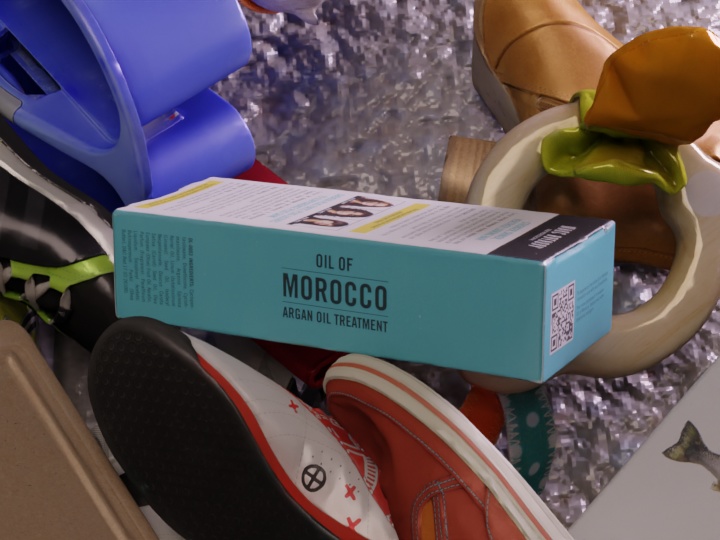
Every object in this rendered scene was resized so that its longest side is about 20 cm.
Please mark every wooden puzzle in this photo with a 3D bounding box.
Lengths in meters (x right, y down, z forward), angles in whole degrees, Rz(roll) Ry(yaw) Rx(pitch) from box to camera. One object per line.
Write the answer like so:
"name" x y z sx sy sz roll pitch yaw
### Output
"wooden puzzle" -0.176 0.110 0.709 0.184 0.037 0.200 -15 51 -39

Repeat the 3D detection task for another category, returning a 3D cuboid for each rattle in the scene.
"rattle" 0.095 0.010 0.774 0.130 0.143 0.200 42 77 -14

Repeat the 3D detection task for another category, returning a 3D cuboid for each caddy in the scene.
"caddy" -0.136 -0.105 0.861 0.104 0.142 0.200 -27 51 -24

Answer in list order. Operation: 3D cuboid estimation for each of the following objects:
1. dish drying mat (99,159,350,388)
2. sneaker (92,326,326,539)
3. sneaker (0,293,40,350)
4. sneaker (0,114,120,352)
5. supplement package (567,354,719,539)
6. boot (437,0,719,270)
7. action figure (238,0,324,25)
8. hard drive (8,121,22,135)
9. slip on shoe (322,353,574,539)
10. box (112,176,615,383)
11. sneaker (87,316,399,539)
"dish drying mat" -0.052 -0.012 0.864 0.076 0.018 0.200 -32 44 -21
"sneaker" -0.089 0.108 0.808 0.088 0.074 0.201 14 53 15
"sneaker" -0.184 0.050 0.836 0.075 0.077 0.202 1 64 -14
"sneaker" -0.176 -0.014 0.821 0.200 0.072 0.083 43 54 9
"supplement package" 0.154 0.132 0.737 0.117 0.118 0.200 35 70 25
"boot" 0.124 -0.096 0.902 0.143 0.071 0.203 10 68 6
"action figure" -0.023 -0.183 0.910 0.198 0.105 0.194 10 35 -10
"hard drive" -0.264 -0.020 0.921 0.131 0.027 0.201 16 65 15
"slip on shoe" 0.038 0.103 0.669 0.061 0.074 0.200 -36 53 -6
"box" 0.000 0.000 0.755 0.198 0.050 0.082 8 16 27
"sneaker" -0.019 0.086 0.764 0.201 0.108 0.067 40 115 9
